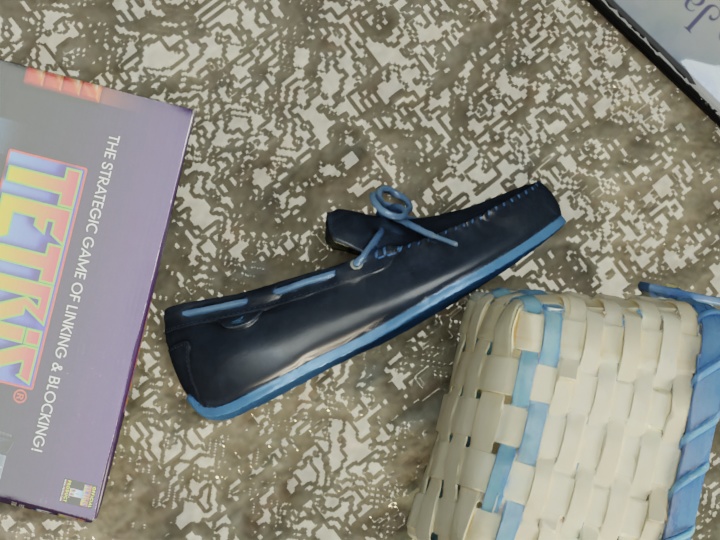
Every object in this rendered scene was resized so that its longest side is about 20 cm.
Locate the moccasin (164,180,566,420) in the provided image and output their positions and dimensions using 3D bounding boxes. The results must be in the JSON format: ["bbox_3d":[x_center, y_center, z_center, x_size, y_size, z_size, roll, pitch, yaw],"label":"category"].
[{"bbox_3d":[0.000,0.000,1.336,0.199,0.080,0.068,-27,85,-9],"label":"moccasin"}]

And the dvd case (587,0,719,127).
[{"bbox_3d":[0.205,-0.181,1.406,0.143,0.018,0.200,43,82,-2],"label":"dvd case"}]

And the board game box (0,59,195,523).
[{"bbox_3d":[-0.180,0.002,1.325,0.164,0.057,0.201,13,84,-4],"label":"board game box"}]

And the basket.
[{"bbox_3d":[0.135,0.087,1.314,0.199,0.139,0.177,17,87,-12],"label":"basket"}]
